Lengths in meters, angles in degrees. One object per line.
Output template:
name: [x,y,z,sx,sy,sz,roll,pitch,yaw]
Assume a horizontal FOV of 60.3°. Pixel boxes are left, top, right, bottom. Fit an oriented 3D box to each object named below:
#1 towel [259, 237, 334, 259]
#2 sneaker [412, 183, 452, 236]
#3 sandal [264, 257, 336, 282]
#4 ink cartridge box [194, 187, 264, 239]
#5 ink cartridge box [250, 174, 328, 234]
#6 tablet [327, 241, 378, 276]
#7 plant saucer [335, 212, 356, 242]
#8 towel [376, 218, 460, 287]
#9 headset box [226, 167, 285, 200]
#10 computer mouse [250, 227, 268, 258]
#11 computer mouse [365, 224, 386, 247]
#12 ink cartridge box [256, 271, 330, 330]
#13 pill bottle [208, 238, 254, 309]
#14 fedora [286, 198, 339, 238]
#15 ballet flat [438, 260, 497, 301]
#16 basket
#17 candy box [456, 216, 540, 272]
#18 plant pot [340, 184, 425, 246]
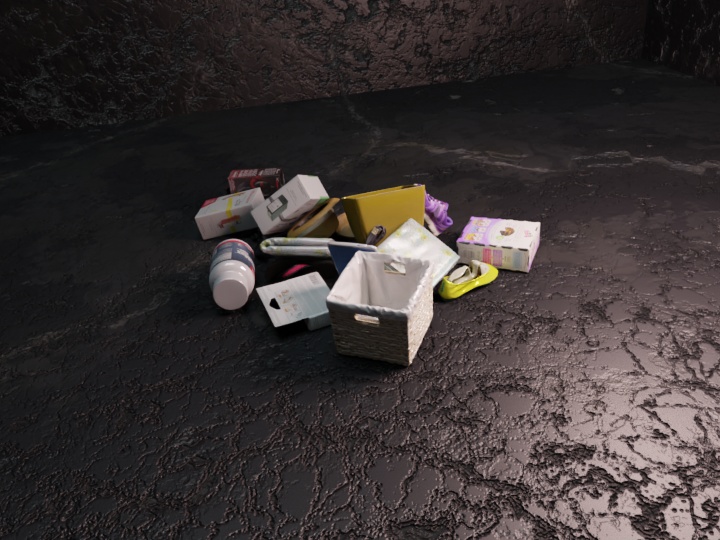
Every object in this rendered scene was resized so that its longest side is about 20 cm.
towel: [-0.154,-0.060,1.694,0.196,0.049,0.171,1,-6,12]
sneaker: [0.208,-0.188,1.794,0.082,0.200,0.082,-28,48,14]
sandal: [-0.161,0.006,1.659,0.195,0.076,0.046,-3,44,-1]
ink cartridge box: [-0.412,-0.185,1.993,0.196,0.085,0.146,-12,27,10]
ink cartridge box: [-0.213,-0.199,1.880,0.198,0.085,0.146,-33,-5,21]
tablet: [0.000,0.000,1.518,0.128,0.201,0.014,7,55,21]
plant saucer: [0.009,-0.134,1.906,0.196,0.036,0.201,-5,30,3]
towel: [0.137,-0.032,1.545,0.171,0.048,0.200,42,50,10]
headset box: [-0.350,-0.258,2.074,0.195,0.151,0.075,-2,30,5]
computer mouse: [-0.299,-0.084,1.877,0.034,0.059,0.200,27,12,-27]
computer mouse: [0.096,-0.035,1.626,0.197,0.111,0.044,26,5,-12]
ink cartridge box: [-0.153,0.084,1.545,0.170,0.044,0.200,-16,31,-16]
pill bottle: [-0.336,0.013,1.626,0.117,0.122,0.201,-8,30,-5]
fedora: [-0.126,-0.131,1.836,0.199,0.082,0.201,-35,14,10]
ballet flat: [0.278,0.013,1.566,0.198,0.068,0.066,-24,36,-30]
basket: [0.051,0.083,1.375,0.194,0.163,0.201,7,36,22]
candy box: [0.380,-0.075,1.698,0.196,0.073,0.168,8,32,24]
plant pot: [0.072,-0.129,1.709,0.196,0.180,0.200,-13,10,-11]
